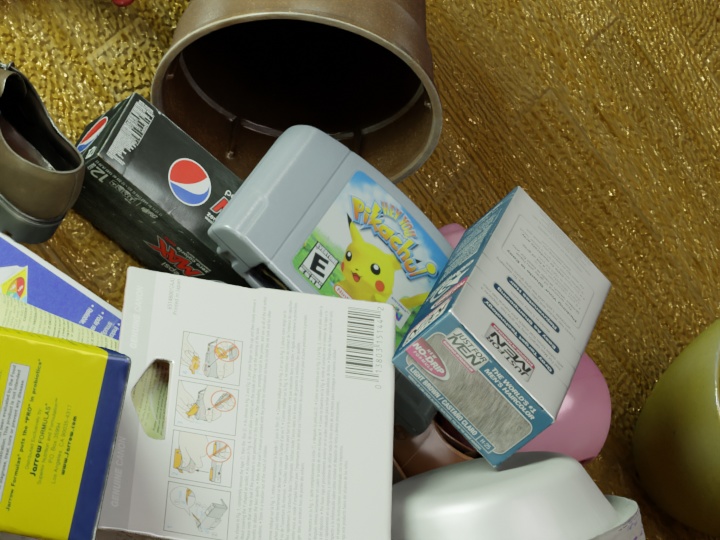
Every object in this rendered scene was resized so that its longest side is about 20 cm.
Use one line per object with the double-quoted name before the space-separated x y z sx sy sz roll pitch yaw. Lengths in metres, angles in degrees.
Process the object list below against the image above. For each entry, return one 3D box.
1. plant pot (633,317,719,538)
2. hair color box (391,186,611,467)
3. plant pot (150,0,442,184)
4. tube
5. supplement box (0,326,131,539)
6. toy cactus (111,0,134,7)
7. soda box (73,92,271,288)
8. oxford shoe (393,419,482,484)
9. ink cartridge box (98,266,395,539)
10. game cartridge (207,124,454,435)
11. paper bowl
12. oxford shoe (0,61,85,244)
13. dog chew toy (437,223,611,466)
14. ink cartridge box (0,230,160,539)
"plant pot" 0.297 0.131 1.671 0.200 0.142 0.201 16 63 -35
"hair color box" 0.097 0.033 1.416 0.100 0.060 0.200 46 29 -7
"plant pot" -0.034 -0.186 1.506 0.200 0.200 0.199 28 49 -28
"tube" -0.189 0.056 1.299 0.200 0.052 0.058 24 90 -20
"supplement box" -0.241 0.079 1.193 0.199 0.109 0.110 13 88 -14
"toy cactus" -0.217 -0.250 1.455 0.165 0.102 0.200 -42 104 -22
"soda box" -0.108 -0.027 1.450 0.200 0.071 0.063 41 53 -19
"oxford shoe" 0.072 0.169 1.497 0.071 0.071 0.200 -34 111 -4
"ink cartridge box" -0.068 0.098 1.314 0.176 0.045 0.200 9 50 -8
"game cartridge" 0.000 0.000 1.450 0.200 0.040 0.133 45 46 -13
"paper bowl" 0.081 0.180 1.357 0.200 0.200 0.105 -16 96 -42
"oxford shoe" -0.249 -0.115 1.350 0.200 0.084 0.073 41 39 -1
"dog chew toy" 0.101 0.059 1.559 0.124 0.124 0.200 -12 73 -41
"ink cartridge box" -0.199 0.101 1.322 0.200 0.047 0.198 36 51 -11
